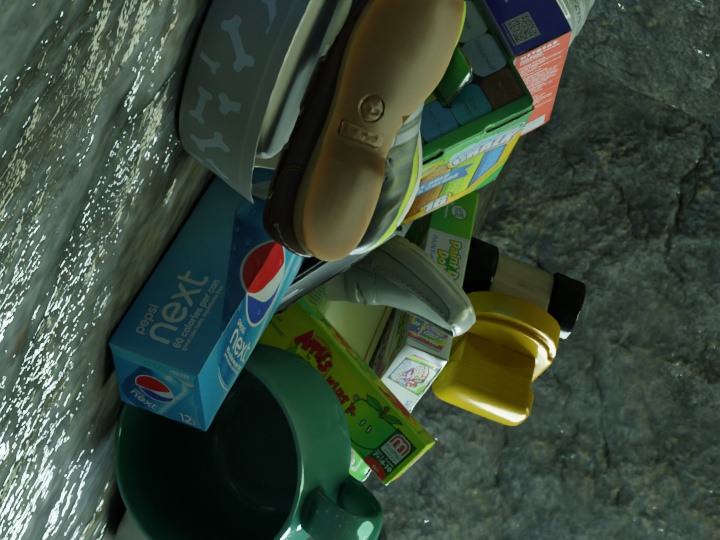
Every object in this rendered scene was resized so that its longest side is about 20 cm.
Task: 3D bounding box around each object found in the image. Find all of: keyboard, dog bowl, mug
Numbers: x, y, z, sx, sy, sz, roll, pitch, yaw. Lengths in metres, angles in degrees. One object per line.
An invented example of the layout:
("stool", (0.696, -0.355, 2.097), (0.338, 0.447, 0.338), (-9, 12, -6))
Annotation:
("keyboard", (-0.064, 0.008, 1.333), (0.199, 0.040, 0.104), (-32, 173, 13))
("dog bowl", (-0.049, -0.143, 1.130), (0.200, 0.058, 0.201), (25, 90, -83))
("mug", (-0.075, 0.142, 1.298), (0.152, 0.186, 0.114), (-35, 168, 21))

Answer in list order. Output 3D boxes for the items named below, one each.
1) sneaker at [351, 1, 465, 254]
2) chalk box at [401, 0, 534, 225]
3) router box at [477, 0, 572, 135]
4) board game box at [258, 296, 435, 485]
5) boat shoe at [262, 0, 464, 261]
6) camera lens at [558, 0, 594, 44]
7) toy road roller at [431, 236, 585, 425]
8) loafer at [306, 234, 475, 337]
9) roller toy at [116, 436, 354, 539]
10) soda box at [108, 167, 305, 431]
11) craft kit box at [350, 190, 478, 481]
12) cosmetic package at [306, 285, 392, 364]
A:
("sneaker", (0.009, -0.108, 1.203), (0.081, 0.073, 0.202), (-9, 114, -72))
("chalk box", (0.037, -0.125, 1.321), (0.123, 0.125, 0.200), (-26, 167, -13))
("router box", (0.086, -0.219, 1.387), (0.049, 0.201, 0.180), (-25, 165, -7))
("board game box", (-0.026, 0.079, 1.463), (0.048, 0.200, 0.102), (-42, 173, 1))
("boat shoe", (-0.005, -0.105, 1.125), (0.070, 0.070, 0.201), (21, -97, 59))
("camera lens", (0.158, -0.304, 1.750), (0.160, 0.159, 0.201), (102, 14, -61))
("toy road roller", (0.109, 0.076, 1.661), (0.200, 0.122, 0.147), (126, -16, -58))
("loafer", (0.000, 0.000, 1.419), (0.070, 0.199, 0.070), (-50, 153, -17))
("roller toy", (-0.103, 0.175, 1.458), (0.183, 0.139, 0.200), (-58, 176, 36))
("soda box", (-0.091, 0.005, 1.231), (0.064, 0.067, 0.201), (88, 24, -51))
("craft kit box", (0.037, 0.053, 1.617), (0.198, 0.048, 0.201), (124, -15, -45))
("cosmetic package", (-0.045, 0.062, 1.606), (0.103, 0.073, 0.201), (35, -74, 51))
